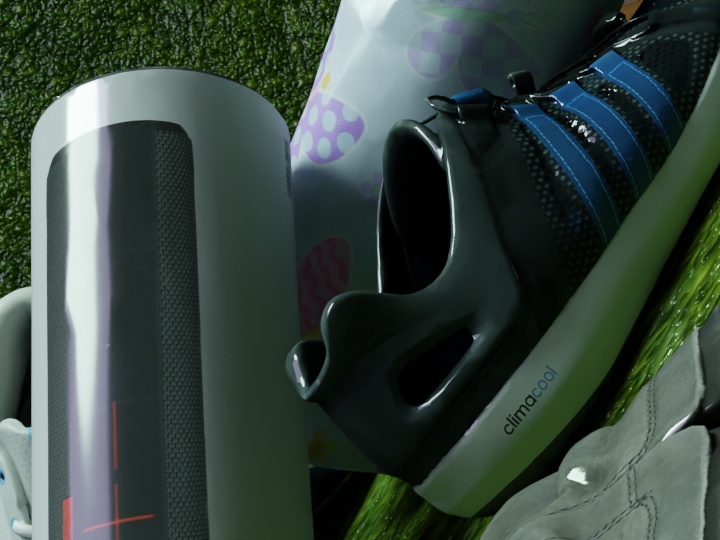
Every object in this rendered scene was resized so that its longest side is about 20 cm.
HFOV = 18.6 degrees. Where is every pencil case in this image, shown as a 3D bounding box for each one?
[{"bbox_3d":[0.014,-0.035,0.699,0.083,0.090,0.201,-22,-44,-62],"label":"pencil case"}]

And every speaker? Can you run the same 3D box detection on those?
[{"bbox_3d":[-0.054,0.047,0.623,0.081,0.081,0.202,131,142,-51],"label":"speaker"}]

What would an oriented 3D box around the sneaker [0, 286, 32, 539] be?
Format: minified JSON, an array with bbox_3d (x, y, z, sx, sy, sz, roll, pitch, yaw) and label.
[{"bbox_3d":[-0.088,0.089,0.672,0.087,0.074,0.201,81,169,-51],"label":"sneaker"}]

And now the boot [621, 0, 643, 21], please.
[{"bbox_3d":[0.094,-0.120,0.794,0.189,0.068,0.200,-58,6,-18],"label":"boot"}]

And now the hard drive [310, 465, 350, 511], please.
[{"bbox_3d":[-0.077,0.120,0.850,0.131,0.025,0.200,-25,-19,-43],"label":"hard drive"}]

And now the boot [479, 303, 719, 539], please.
[{"bbox_3d":[0.018,0.085,0.320,0.131,0.068,0.200,-46,11,30],"label":"boot"}]

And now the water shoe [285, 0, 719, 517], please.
[{"bbox_3d":[0.049,-0.029,0.598,0.072,0.079,0.201,-48,10,52],"label":"water shoe"}]
